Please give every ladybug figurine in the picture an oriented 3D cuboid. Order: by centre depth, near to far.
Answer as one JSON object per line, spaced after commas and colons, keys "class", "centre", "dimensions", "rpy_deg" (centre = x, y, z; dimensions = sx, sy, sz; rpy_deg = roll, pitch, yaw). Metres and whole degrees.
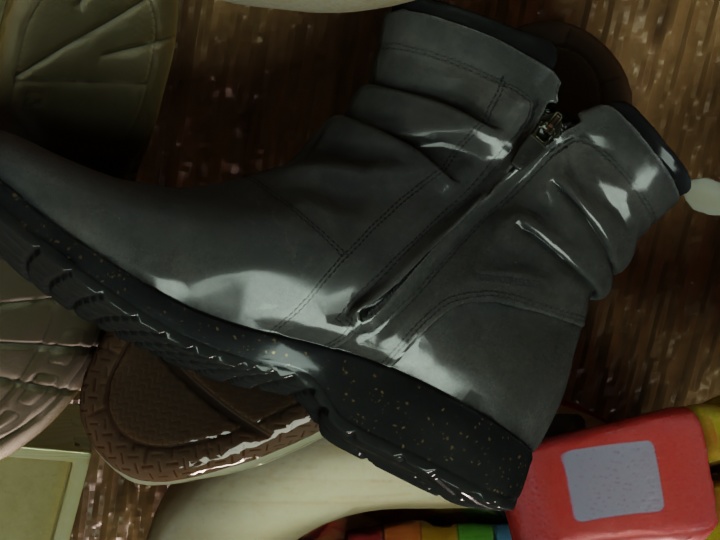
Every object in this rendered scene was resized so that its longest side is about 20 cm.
{"class": "ladybug figurine", "centre": [0.022, 0.090, 1.033], "dimensions": [0.200, 0.072, 0.136], "rpy_deg": [3, 126, -14]}

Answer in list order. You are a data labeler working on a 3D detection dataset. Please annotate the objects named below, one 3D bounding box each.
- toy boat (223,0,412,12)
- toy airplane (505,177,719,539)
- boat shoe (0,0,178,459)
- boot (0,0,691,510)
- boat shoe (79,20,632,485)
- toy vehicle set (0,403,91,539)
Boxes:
{"class": "toy boat", "centre": [0.026, -0.150, 0.842], "dimensions": [0.200, 0.131, 0.131], "rpy_deg": [-17, 98, 1]}
{"class": "toy airplane", "centre": [0.157, 0.066, 0.951], "dimensions": [0.200, 0.199, 0.141], "rpy_deg": [44, 146, -12]}
{"class": "boat shoe", "centre": [-0.106, -0.030, 0.921], "dimensions": [0.074, 0.066, 0.200], "rpy_deg": [8, 122, -26]}
{"class": "boot", "centre": [-0.013, -0.026, 0.877], "dimensions": [0.200, 0.070, 0.132], "rpy_deg": [28, 82, -12]}
{"class": "boat shoe", "centre": [0.004, 0.005, 0.945], "dimensions": [0.202, 0.075, 0.075], "rpy_deg": [-34, 166, -5]}
{"class": "toy vehicle set", "centre": [-0.175, 0.126, 1.048], "dimensions": [0.124, 0.027, 0.200], "rpy_deg": [7, 124, -16]}
